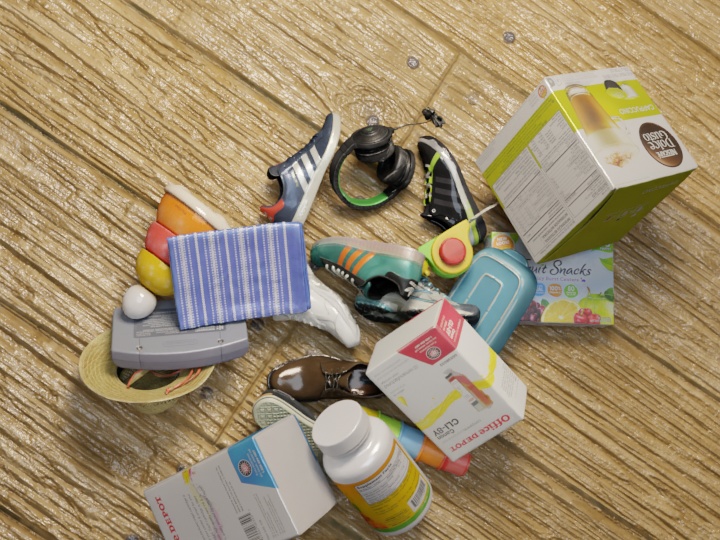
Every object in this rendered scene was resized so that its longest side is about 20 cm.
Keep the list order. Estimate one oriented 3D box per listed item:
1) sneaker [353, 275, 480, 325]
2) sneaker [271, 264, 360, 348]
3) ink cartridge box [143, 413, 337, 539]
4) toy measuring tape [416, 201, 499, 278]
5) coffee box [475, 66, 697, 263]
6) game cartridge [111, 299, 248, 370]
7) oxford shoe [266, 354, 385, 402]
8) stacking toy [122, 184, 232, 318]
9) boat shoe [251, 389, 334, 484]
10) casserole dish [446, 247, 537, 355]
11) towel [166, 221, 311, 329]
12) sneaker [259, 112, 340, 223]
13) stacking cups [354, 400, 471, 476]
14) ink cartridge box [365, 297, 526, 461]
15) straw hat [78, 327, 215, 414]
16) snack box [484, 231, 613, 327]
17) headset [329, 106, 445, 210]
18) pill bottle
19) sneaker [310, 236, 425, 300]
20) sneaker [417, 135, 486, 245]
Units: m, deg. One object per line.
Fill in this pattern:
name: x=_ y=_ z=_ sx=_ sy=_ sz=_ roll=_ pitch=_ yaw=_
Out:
sneaker: x=0.090 y=0.037 z=1.544 sx=0.199 sy=0.078 sz=0.087 roll=10 pitch=67 yaw=20
sneaker: x=-0.085 y=0.056 z=1.556 sx=0.099 sy=0.078 sz=0.200 roll=-44 pitch=81 yaw=-2
ink cartridge box: x=-0.169 y=0.322 z=1.428 sx=0.199 sy=0.146 sz=0.147 roll=-28 pitch=86 yaw=20
toy measuring tape: x=0.168 y=-0.042 z=1.546 sx=0.199 sy=0.074 sz=0.074 roll=-31 pitch=86 yaw=-12
coffee box: x=0.333 y=-0.157 z=1.505 sx=0.199 sy=0.200 sz=0.199 roll=-15 pitch=66 yaw=-36
game cartridge: x=-0.268 y=0.093 z=1.499 sx=0.198 sy=0.134 sz=0.041 roll=-4 pitch=122 yaw=-8
oxford shoe: x=-0.043 y=0.163 z=1.534 sx=0.198 sy=0.084 sz=0.073 roll=-2 pitch=84 yaw=-5
stacking toy: x=-0.287 y=-0.014 z=1.502 sx=0.146 sy=0.146 sz=0.200 roll=39 pitch=82 yaw=0
boat shoe: x=-0.080 y=0.249 z=1.526 sx=0.200 sy=0.062 sz=0.075 roll=40 pitch=104 yaw=-15
casserole dish: x=0.186 y=0.055 z=1.556 sx=0.121 sy=0.039 sz=0.201 roll=35 pitch=98 yaw=26
towel: x=-0.174 y=0.008 z=1.470 sx=0.198 sy=0.024 sz=0.146 roll=-8 pitch=111 yaw=-10
sneaker: x=-0.096 y=-0.165 z=1.577 sx=0.084 sy=0.075 sz=0.201 roll=23 pitch=80 yaw=-7
stacking cups: x=0.073 y=0.262 z=1.542 sx=0.199 sy=0.061 sz=0.061 roll=21 pitch=80 yaw=-3
ink cartridge box: x=0.130 y=0.164 z=1.487 sx=0.145 sy=0.084 sz=0.200 roll=-37 pitch=105 yaw=28
straw hat: x=-0.313 y=0.165 z=1.499 sx=0.199 sy=0.202 sz=0.086 roll=-3 pitch=126 yaw=-7
snack box: x=0.300 y=0.016 z=1.607 sx=0.198 sy=0.053 sz=0.143 roll=2 pitch=80 yaw=-6
headset: x=0.044 y=-0.175 z=1.563 sx=0.200 sy=0.094 sz=0.123 roll=-45 pitch=125 yaw=4
pill bottle: x=0.014 y=0.283 z=1.465 sx=0.111 sy=0.111 sz=0.200 roll=-41 pitch=121 yaw=-10
sneaker: x=0.000 y=0.000 z=1.525 sx=0.199 sy=0.071 sz=0.080 roll=6 pitch=72 yaw=34
sneaker: x=0.127 y=-0.117 z=1.597 sx=0.082 sy=0.072 sz=0.201 roll=-26 pitch=86 yaw=-8
